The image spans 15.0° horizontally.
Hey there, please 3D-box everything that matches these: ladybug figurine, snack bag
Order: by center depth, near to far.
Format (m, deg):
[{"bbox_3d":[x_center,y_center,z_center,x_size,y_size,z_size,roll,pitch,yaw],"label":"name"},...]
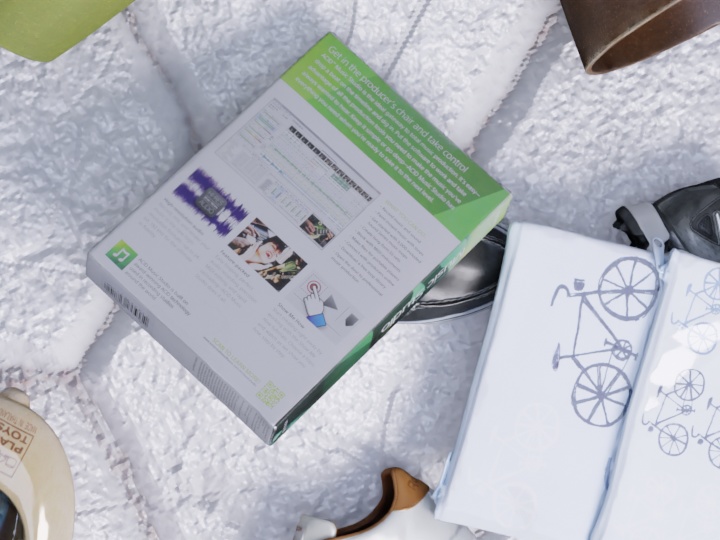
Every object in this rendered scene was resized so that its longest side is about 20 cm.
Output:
[{"bbox_3d":[-0.235,0.156,1.539,0.135,0.072,0.200,30,91,-11],"label":"ladybug figurine"},{"bbox_3d":[0.156,0.076,1.557,0.199,0.021,0.189,15,94,0],"label":"snack bag"}]

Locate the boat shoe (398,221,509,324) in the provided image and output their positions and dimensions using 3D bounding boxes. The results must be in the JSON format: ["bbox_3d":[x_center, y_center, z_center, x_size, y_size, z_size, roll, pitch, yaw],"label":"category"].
[{"bbox_3d":[0.000,0.000,1.565,0.199,0.057,0.069,-1,96,-8],"label":"boat shoe"}]

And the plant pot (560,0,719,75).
[{"bbox_3d":[0.162,-0.240,1.519,0.186,0.187,0.200,-27,84,-5],"label":"plant pot"}]

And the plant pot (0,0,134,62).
[{"bbox_3d":[-0.150,-0.220,1.476,0.187,0.187,0.200,33,105,-10],"label":"plant pot"}]

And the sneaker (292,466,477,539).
[{"bbox_3d":[-0.031,0.193,1.578,0.200,0.073,0.085,-43,97,-14],"label":"sneaker"}]

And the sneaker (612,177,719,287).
[{"bbox_3d":[0.231,0.033,1.598,0.090,0.066,0.200,-29,97,-2],"label":"sneaker"}]

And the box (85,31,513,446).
[{"bbox_3d":[-0.033,-0.020,1.517,0.144,0.036,0.200,43,70,10],"label":"box"}]
